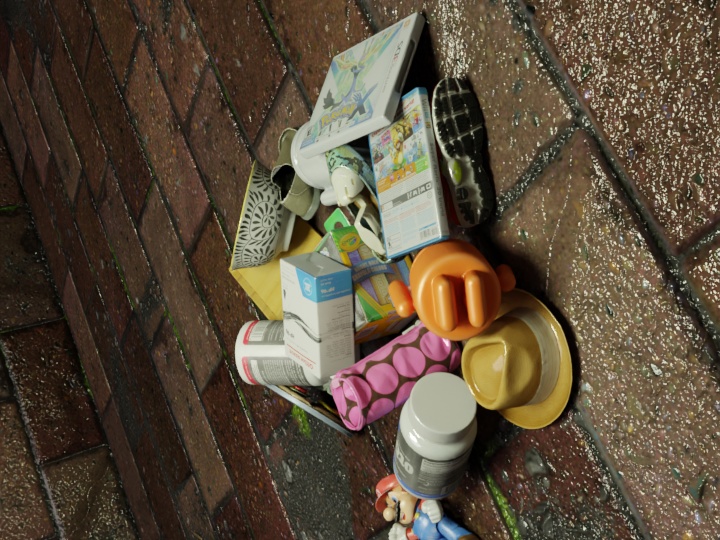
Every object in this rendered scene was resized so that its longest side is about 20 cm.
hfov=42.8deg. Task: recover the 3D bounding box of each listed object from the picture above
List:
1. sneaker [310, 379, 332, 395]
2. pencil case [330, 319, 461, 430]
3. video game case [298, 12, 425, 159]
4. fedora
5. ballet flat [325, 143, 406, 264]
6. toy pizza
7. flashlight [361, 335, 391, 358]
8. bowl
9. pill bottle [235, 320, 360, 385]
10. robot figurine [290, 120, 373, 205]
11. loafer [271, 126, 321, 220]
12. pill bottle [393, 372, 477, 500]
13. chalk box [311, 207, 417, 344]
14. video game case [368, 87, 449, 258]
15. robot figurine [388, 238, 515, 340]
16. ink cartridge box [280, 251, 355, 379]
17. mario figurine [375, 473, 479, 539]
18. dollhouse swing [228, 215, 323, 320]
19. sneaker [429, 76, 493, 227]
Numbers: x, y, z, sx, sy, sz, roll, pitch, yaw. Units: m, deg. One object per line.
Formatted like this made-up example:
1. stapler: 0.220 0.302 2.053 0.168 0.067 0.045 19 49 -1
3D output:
1. sneaker: -0.047 0.173 1.653 0.198 0.073 0.090 13 102 50
2. pencil case: 0.049 0.148 1.357 0.090 0.198 0.095 -9 109 62
3. video game case: 0.000 -0.264 1.327 0.198 0.022 0.185 -14 51 50
4. fedora: 0.193 0.124 1.223 0.200 0.081 0.204 27 123 51
5. ballet flat: 0.004 -0.096 1.340 0.201 0.074 0.074 54 147 -4
6. toy pizza: -0.091 0.241 1.672 0.199 0.199 0.032 18 74 55
7. flashlight: 0.001 0.067 1.539 0.202 0.067 0.068 63 151 13
8. bowl: -0.165 -0.088 1.638 0.201 0.092 0.205 -167 90 -84
9. pill bottle: -0.105 0.140 1.572 0.197 0.110 0.113 -2 102 24
10. robot figurine: -0.038 -0.191 1.454 0.199 0.111 0.173 -4 82 58
11. loafer: -0.115 -0.178 1.582 0.075 0.069 0.202 -49 40 34
12. pill bottle: 0.109 0.240 1.333 0.114 0.112 0.202 55 157 31
13. chalk box: 0.000 0.000 1.456 0.124 0.122 0.203 -46 62 55
14. video game case: 0.062 -0.129 1.258 0.143 0.018 0.204 -20 77 60
15. robot figurine: 0.120 0.021 1.215 0.116 0.144 0.200 43 -172 -8
16. ink cartridge box: -0.065 0.086 1.409 0.115 0.067 0.204 25 122 54
17. mario figurine: 0.089 0.408 1.470 0.199 0.105 0.125 35 95 38
18. dollhouse swing: -0.121 0.014 1.740 0.200 0.176 0.182 43 177 42
19. sneaker: 0.120 -0.158 1.251 0.085 0.076 0.204 3 103 63
